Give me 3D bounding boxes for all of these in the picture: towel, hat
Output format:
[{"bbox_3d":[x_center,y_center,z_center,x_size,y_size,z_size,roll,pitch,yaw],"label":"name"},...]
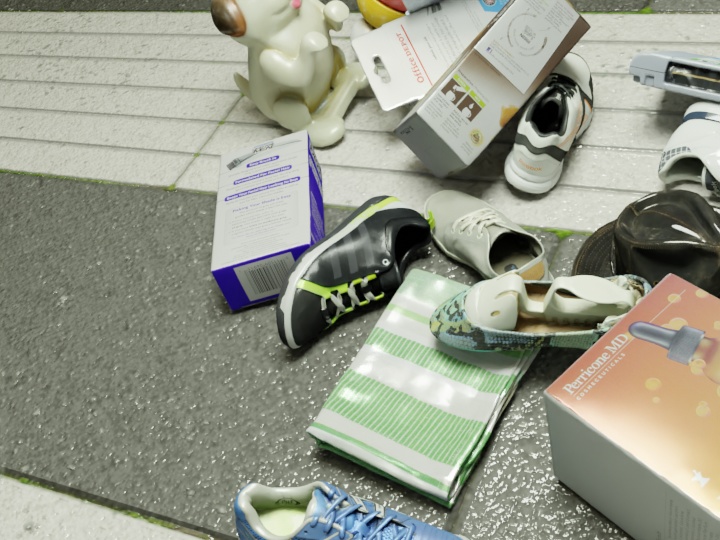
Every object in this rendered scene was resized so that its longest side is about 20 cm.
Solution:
[{"bbox_3d":[0.061,0.091,0.824,0.150,0.024,0.201,18,56,28],"label":"towel"},{"bbox_3d":[0.281,-0.018,0.830,0.197,0.082,0.203,-9,42,9],"label":"hat"}]

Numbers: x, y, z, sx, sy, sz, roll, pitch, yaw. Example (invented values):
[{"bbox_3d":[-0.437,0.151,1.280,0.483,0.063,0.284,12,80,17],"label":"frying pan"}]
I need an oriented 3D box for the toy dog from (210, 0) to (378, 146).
[{"bbox_3d":[-0.093,-0.278,1.137,0.192,0.201,0.140,18,61,39],"label":"toy dog"}]

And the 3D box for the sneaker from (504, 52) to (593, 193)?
[{"bbox_3d":[0.211,-0.173,1.009,0.072,0.081,0.202,18,52,9],"label":"sneaker"}]

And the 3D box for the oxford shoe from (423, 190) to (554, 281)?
[{"bbox_3d":[0.122,-0.033,0.922,0.074,0.058,0.200,-30,41,-7],"label":"oxford shoe"}]

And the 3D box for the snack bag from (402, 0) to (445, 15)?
[{"bbox_3d":[0.137,-0.343,1.136,0.186,0.200,0.022,-26,78,12],"label":"snack bag"}]

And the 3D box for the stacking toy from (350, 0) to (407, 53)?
[{"bbox_3d":[0.040,-0.351,1.187,0.144,0.201,0.147,21,35,-16],"label":"stacking toy"}]

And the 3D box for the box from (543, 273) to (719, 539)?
[{"bbox_3d":[0.253,0.124,0.670,0.152,0.107,0.199,-38,47,-20],"label":"box"}]

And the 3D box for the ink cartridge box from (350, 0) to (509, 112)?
[{"bbox_3d":[0.099,-0.247,1.119,0.197,0.067,0.117,-22,66,-4],"label":"ink cartridge box"}]

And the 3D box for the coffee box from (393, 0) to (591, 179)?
[{"bbox_3d":[0.135,-0.201,1.002,0.200,0.080,0.114,-48,7,-8],"label":"coffee box"}]

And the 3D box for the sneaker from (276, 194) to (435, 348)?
[{"bbox_3d":[0.000,0.000,0.917,0.082,0.072,0.200,24,61,33],"label":"sneaker"}]

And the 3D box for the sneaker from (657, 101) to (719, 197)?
[{"bbox_3d":[0.381,-0.095,0.892,0.198,0.077,0.081,19,62,43],"label":"sneaker"}]

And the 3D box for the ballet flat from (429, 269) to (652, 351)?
[{"bbox_3d":[0.151,0.028,0.795,0.196,0.075,0.075,-2,44,14],"label":"ballet flat"}]

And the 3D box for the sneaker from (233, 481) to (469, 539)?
[{"bbox_3d":[-0.009,0.205,0.705,0.196,0.078,0.076,2,44,19],"label":"sneaker"}]

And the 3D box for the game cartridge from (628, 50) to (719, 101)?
[{"bbox_3d":[0.385,-0.189,0.959,0.197,0.041,0.133,21,18,30],"label":"game cartridge"}]

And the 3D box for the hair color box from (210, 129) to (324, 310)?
[{"bbox_3d":[-0.096,-0.058,1.019,0.107,0.065,0.202,-15,43,9],"label":"hair color box"}]
